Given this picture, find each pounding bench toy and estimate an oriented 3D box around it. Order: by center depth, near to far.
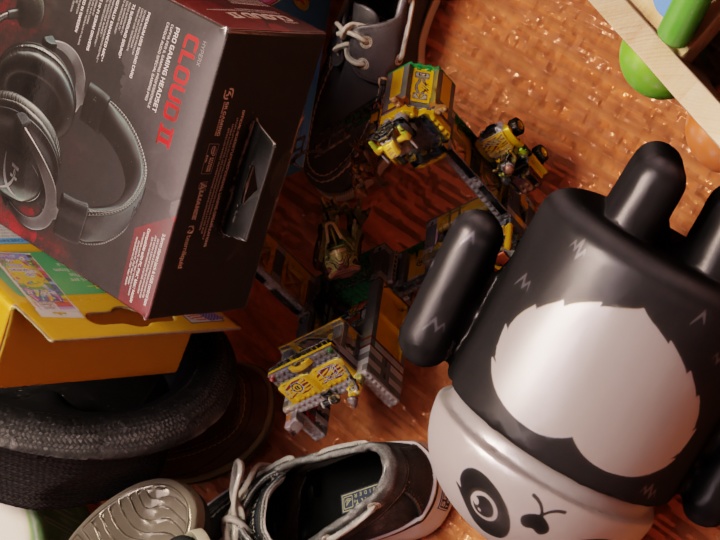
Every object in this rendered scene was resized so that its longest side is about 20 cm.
[{"bbox_3d":[0.179,-0.124,0.845,0.156,0.200,0.124,-49,52,19],"label":"pounding bench toy"}]

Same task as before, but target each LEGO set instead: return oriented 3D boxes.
[{"bbox_3d":[0.000,0.000,0.997,0.199,0.154,0.116,-19,38,24],"label":"LEGO set"}]

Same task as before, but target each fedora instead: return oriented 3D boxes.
[{"bbox_3d":[-0.171,0.071,1.072,0.201,0.200,0.092,44,135,39],"label":"fedora"}]

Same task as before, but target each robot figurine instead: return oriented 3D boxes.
[{"bbox_3d":[0.113,0.042,0.905,0.150,0.125,0.201,40,107,39],"label":"robot figurine"}]

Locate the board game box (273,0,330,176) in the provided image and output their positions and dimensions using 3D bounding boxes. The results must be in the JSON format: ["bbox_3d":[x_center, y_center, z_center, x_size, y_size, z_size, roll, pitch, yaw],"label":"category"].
[{"bbox_3d":[-0.110,-0.116,1.152,0.195,0.056,0.201,-23,44,35],"label":"board game box"}]

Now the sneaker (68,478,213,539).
[{"bbox_3d":[-0.123,0.202,1.079,0.075,0.106,0.200,39,105,33],"label":"sneaker"}]

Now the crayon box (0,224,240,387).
[{"bbox_3d":[-0.174,0.002,1.016,0.200,0.125,0.052,38,116,36],"label":"crayon box"}]

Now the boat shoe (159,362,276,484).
[{"bbox_3d":[-0.137,0.088,1.151,0.199,0.067,0.072,-8,72,39],"label":"boat shoe"}]

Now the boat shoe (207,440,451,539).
[{"bbox_3d":[-0.044,0.137,1.056,0.199,0.068,0.074,-19,66,37],"label":"boat shoe"}]

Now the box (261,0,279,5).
[{"bbox_3d":[-0.075,-0.242,1.093,0.175,0.097,0.201,-26,42,28],"label":"box"}]

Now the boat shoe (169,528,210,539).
[{"bbox_3d":[-0.120,0.213,0.976,0.075,0.066,0.200,-114,36,-47],"label":"boat shoe"}]

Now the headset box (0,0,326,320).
[{"bbox_3d":[-0.115,-0.077,0.963,0.200,0.077,0.149,31,113,34],"label":"headset box"}]

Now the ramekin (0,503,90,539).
[{"bbox_3d":[-0.255,0.182,1.124,0.199,0.098,0.201,-3,70,8],"label":"ramekin"}]

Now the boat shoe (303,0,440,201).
[{"bbox_3d":[0.003,-0.139,1.095,0.073,0.063,0.201,25,96,40],"label":"boat shoe"}]
